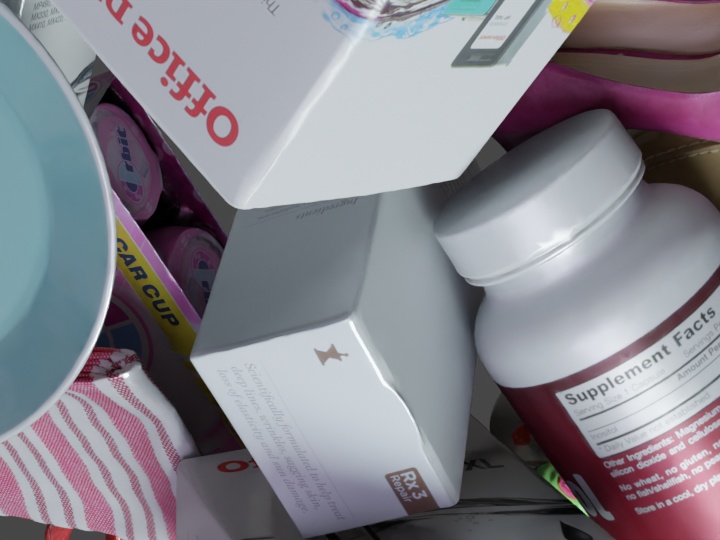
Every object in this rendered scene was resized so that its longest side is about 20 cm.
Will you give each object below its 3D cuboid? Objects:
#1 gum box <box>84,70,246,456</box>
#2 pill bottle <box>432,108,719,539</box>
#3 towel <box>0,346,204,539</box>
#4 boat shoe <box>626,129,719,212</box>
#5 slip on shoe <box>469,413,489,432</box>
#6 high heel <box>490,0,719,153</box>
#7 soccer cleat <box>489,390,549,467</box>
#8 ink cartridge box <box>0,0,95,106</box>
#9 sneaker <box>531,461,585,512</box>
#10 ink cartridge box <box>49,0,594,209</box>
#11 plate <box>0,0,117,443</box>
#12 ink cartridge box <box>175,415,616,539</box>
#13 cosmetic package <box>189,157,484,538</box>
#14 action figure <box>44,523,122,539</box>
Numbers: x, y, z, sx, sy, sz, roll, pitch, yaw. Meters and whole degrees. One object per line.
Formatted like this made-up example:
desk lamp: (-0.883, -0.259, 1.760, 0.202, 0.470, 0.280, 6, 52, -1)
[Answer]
gum box: (-0.117, 0.017, 0.847, 0.113, 0.066, 0.200, -18, 121, 23)
pill bottle: (0.119, 0.040, 0.722, 0.113, 0.113, 0.200, -28, 105, 27)
towel: (-0.157, 0.080, 0.825, 0.200, 0.030, 0.146, 5, 143, 28)
boat shoe: (0.188, -0.040, 0.751, 0.200, 0.065, 0.071, -14, 123, 19)
slip on shoe: (0.005, 0.045, 0.846, 0.061, 0.074, 0.200, -24, 125, 19)
high heel: (0.126, -0.099, 0.720, 0.200, 0.067, 0.096, -14, 133, 34)
soccer cleat: (0.153, 0.052, 0.828, 0.200, 0.069, 0.078, -25, 137, 29)
ink cartridge box: (-0.191, -0.082, 0.725, 0.145, 0.084, 0.200, 23, 112, 13)
sneaker: (0.075, 0.151, 0.875, 0.084, 0.077, 0.200, 8, 150, 6)
ink cartridge box: (0.006, -0.145, 0.608, 0.147, 0.146, 0.200, 48, 119, 19)
plate: (-0.179, -0.025, 0.677, 0.200, 0.026, 0.201, 5, 107, 16)
ink cartridge box: (0.020, 0.137, 0.720, 0.146, 0.200, 0.084, -7, 109, -21)
cosmetic package: (0.000, 0.000, 0.729, 0.074, 0.200, 0.102, -15, 122, 22)
action figure: (-0.071, 0.147, 0.888, 0.200, 0.099, 0.065, -17, 151, 36)
